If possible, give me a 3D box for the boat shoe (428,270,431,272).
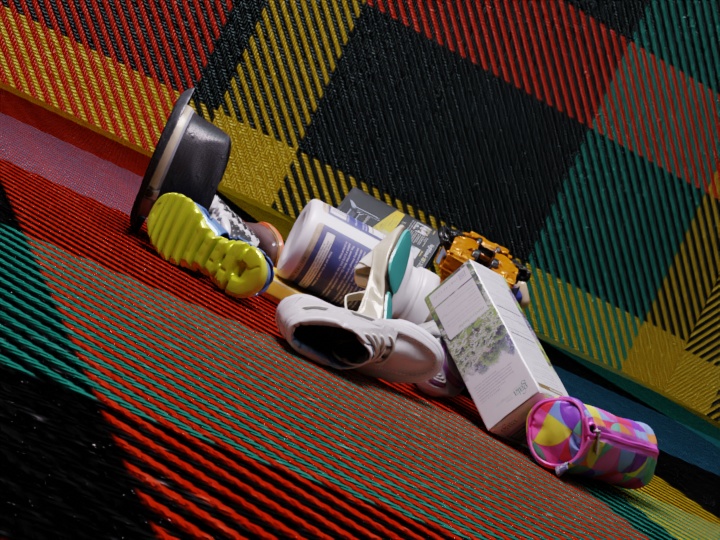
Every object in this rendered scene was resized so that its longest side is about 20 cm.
[{"bbox_3d":[0.028,0.028,1.904,0.199,0.061,0.072,3,-23,-33],"label":"boat shoe"}]

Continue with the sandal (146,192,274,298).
[{"bbox_3d":[-0.178,-0.023,1.575,0.199,0.080,0.087,37,5,25],"label":"sandal"}]

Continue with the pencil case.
[{"bbox_3d":[0.264,0.195,1.460,0.088,0.089,0.199,28,5,39],"label":"pencil case"}]

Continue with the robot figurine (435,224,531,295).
[{"bbox_3d":[0.160,-0.006,1.767,0.144,0.059,0.200,28,12,3],"label":"robot figurine"}]

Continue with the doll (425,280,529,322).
[{"bbox_3d":[0.147,0.047,1.831,0.198,0.049,0.136,-12,17,-35],"label":"doll"}]

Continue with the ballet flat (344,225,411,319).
[{"bbox_3d":[0.015,0.023,1.592,0.068,0.202,0.070,8,-40,7],"label":"ballet flat"}]

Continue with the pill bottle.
[{"bbox_3d":[0.000,0.000,1.697,0.198,0.112,0.111,27,3,-11],"label":"pill bottle"}]

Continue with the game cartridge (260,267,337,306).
[{"bbox_3d":[-0.060,0.047,1.722,0.199,0.033,0.176,31,5,24],"label":"game cartridge"}]

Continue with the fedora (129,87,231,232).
[{"bbox_3d":[-0.222,-0.129,1.674,0.091,0.203,0.201,23,4,-8],"label":"fedora"}]

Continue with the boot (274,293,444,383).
[{"bbox_3d":[0.005,0.086,1.391,0.197,0.074,0.096,16,12,-14],"label":"boot"}]

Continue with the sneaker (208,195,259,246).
[{"bbox_3d":[-0.187,-0.043,1.706,0.075,0.081,0.200,46,-3,-16],"label":"sneaker"}]

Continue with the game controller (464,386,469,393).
[{"bbox_3d":[0.209,0.174,1.679,0.199,0.043,0.104,28,4,32],"label":"game controller"}]

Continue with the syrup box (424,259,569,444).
[{"bbox_3d":[0.158,0.094,1.513,0.081,0.079,0.201,24,32,-48],"label":"syrup box"}]

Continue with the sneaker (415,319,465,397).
[{"bbox_3d":[0.081,0.112,1.590,0.098,0.076,0.200,-15,9,17],"label":"sneaker"}]

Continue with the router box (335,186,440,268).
[{"bbox_3d":[0.017,-0.023,1.857,0.156,0.053,0.200,28,36,7],"label":"router box"}]

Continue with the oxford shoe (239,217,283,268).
[{"bbox_3d":[-0.179,-0.038,1.860,0.072,0.072,0.199,-1,11,-37],"label":"oxford shoe"}]
